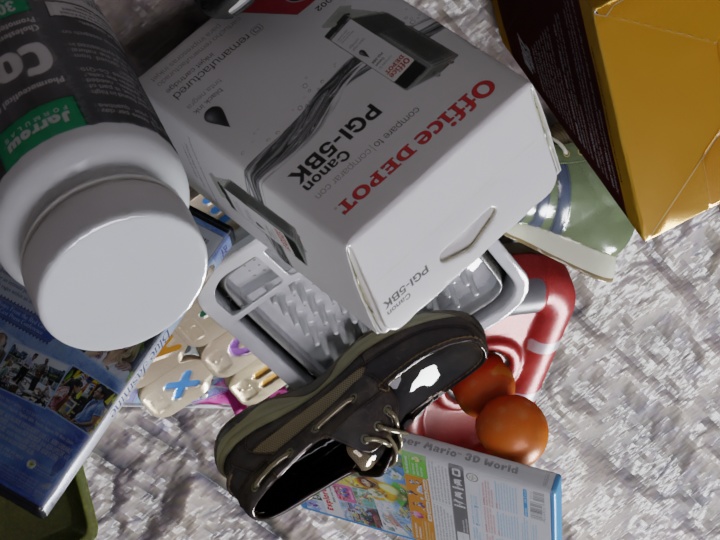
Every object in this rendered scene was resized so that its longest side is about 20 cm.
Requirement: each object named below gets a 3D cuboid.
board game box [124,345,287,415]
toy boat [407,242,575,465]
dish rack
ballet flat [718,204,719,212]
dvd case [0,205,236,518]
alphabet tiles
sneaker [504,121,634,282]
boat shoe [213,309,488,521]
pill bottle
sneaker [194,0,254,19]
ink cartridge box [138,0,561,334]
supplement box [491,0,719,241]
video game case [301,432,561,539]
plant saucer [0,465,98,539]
[{"bbox_3d":[-0.107,0.021,1.452,0.198,0.026,0.201,3,128,-34],"label":"board game box"},{"bbox_3d":[0.088,0.086,1.552,0.129,0.131,0.201,-6,136,-25],"label":"toy boat"},{"bbox_3d":[0.000,0.000,1.412,0.171,0.044,0.200,-32,140,10],"label":"dish rack"},{"bbox_3d":[0.312,-0.020,1.635,0.068,0.067,0.200,-33,139,0],"label":"ballet flat"},{"bbox_3d":[-0.181,0.025,1.261,0.201,0.142,0.018,-57,161,-22],"label":"dvd case"},{"bbox_3d":[-0.078,0.012,1.430,0.195,0.015,0.200,-34,139,3],"label":"alphabet tiles"},{"bbox_3d":[0.113,-0.066,1.479,0.199,0.067,0.090,23,99,-35],"label":"sneaker"},{"bbox_3d":[0.001,0.100,1.435,0.199,0.074,0.074,-32,141,12],"label":"boat shoe"},{"bbox_3d":[-0.159,-0.058,1.208,0.112,0.201,0.114,-17,137,-16],"label":"pill bottle"},{"bbox_3d":[-0.006,-0.214,1.246,0.115,0.075,0.201,12,122,-42],"label":"sneaker"},{"bbox_3d":[-0.008,-0.080,1.255,0.147,0.200,0.083,-41,141,-16],"label":"ink cartridge box"},{"bbox_3d":[0.162,-0.171,1.292,0.132,0.201,0.198,-27,139,-5],"label":"supplement box"},{"bbox_3d":[0.045,0.156,1.568,0.198,0.018,0.144,14,151,14],"label":"video game case"},{"bbox_3d":[-0.251,0.107,1.301,0.199,0.201,0.048,-23,156,12],"label":"plant saucer"}]
